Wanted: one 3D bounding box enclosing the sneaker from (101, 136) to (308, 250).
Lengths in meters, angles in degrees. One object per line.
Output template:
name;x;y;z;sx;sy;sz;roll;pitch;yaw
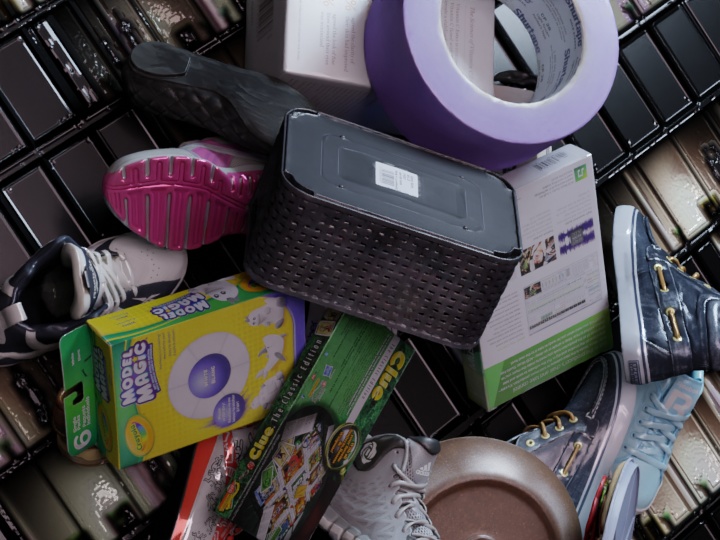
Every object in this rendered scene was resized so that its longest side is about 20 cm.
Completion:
sneaker;-0.132;-0.068;1.707;0.200;0.088;0.082;3;110;-38

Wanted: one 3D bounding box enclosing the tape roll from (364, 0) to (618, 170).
tape roll;0.110;-0.190;1.729;0.199;0.085;0.201;6;75;-23

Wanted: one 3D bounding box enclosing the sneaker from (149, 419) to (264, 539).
sneaker;-0.102;0.195;1.672;0.108;0.067;0.202;23;67;-16

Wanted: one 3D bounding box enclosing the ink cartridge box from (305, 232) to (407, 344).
ink cartridge box;0.000;0.000;1.752;0.094;0.044;0.201;39;56;-58

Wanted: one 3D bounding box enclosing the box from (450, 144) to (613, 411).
box;0.146;0.007;1.792;0.144;0.036;0.200;-24;121;-25

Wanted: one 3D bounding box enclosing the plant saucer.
plant saucer;0.097;0.242;1.738;0.200;0.037;0.201;0;91;-12

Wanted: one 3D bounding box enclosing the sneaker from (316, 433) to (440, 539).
sneaker;0.040;0.194;1.660;0.075;0.200;0.116;29;96;-49

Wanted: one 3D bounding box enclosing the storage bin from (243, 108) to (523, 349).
storage bin;0.018;-0.035;1.629;0.199;0.094;0.135;19;31;-11

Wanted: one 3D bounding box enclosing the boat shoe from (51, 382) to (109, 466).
boat shoe;-0.166;0.073;1.655;0.072;0.068;0.200;31;59;33

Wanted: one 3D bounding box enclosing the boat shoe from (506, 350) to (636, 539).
boat shoe;0.174;0.149;1.812;0.091;0.071;0.201;26;69;-17

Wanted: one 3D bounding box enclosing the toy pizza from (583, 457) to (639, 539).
toy pizza;0.201;0.255;1.751;0.032;0.200;0.201;12;70;13

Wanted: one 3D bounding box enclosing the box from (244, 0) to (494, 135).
box;0.008;-0.210;1.796;0.199;0.106;0.153;9;73;-23

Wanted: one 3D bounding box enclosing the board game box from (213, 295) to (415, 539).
board game box;-0.035;0.127;1.654;0.105;0.023;0.200;40;76;-46

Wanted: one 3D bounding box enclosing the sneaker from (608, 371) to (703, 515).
sneaker;0.266;0.121;1.856;0.074;0.082;0.201;20;70;-19

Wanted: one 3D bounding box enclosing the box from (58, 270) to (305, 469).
box;-0.137;0.076;1.602;0.200;0.048;0.118;-17;123;-27

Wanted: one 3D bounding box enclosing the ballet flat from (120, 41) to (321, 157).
ballet flat;-0.106;-0.134;1.713;0.200;0.057;0.067;25;57;9

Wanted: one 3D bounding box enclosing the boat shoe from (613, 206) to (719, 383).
boat shoe;0.274;0.019;1.836;0.091;0.071;0.201;-5;46;7

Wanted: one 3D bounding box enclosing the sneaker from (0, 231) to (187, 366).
sneaker;-0.209;0.011;1.629;0.199;0.130;0.080;-16;86;-28

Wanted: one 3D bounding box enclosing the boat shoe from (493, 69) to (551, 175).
boat shoe;0.143;-0.082;1.851;0.074;0.093;0.201;12;103;17
